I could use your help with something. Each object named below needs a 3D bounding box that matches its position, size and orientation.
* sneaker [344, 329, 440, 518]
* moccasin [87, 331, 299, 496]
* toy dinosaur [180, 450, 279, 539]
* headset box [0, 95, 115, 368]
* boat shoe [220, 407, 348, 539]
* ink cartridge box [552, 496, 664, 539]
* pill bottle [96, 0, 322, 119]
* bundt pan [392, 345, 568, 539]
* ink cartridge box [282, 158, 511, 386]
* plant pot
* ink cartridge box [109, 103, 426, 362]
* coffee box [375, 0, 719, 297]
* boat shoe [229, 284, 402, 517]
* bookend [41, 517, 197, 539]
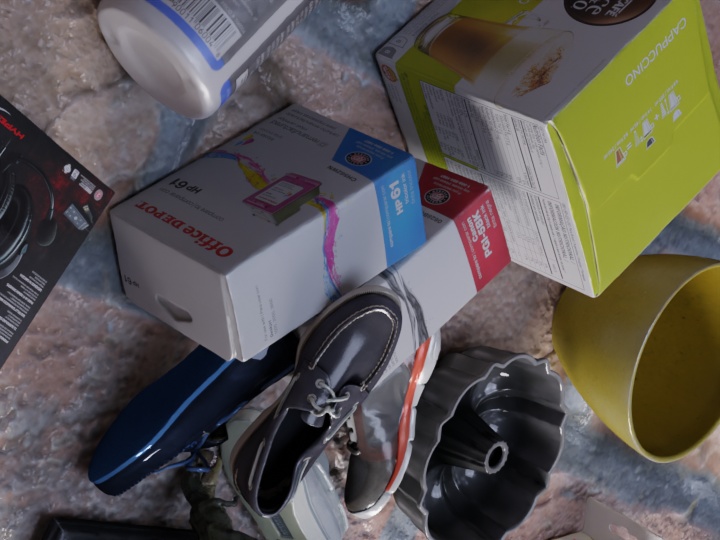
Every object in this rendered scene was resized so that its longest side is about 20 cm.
[{"bbox_3d":[0.005,0.117,1.807,0.081,0.077,0.202,11,101,-22],"label":"sneaker"},{"bbox_3d":[-0.124,0.114,1.588,0.200,0.081,0.068,-39,123,18],"label":"moccasin"},{"bbox_3d":[-0.096,0.226,1.646,0.088,0.201,0.048,24,113,-26],"label":"toy dinosaur"},{"bbox_3d":[-0.283,-0.016,1.405,0.201,0.077,0.149,-58,140,-10],"label":"headset box"},{"bbox_3d":[-0.061,0.177,1.760,0.072,0.069,0.202,-60,142,-37],"label":"boat shoe"},{"bbox_3d":[0.237,0.349,2.119,0.067,0.117,0.202,-10,116,-41],"label":"ink cartridge box"},{"bbox_3d":[-0.086,-0.216,1.490,0.200,0.113,0.114,-48,137,-20],"label":"pill bottle"},{"bbox_3d":[0.099,0.159,1.907,0.201,0.075,0.204,-24,125,-39],"label":"bundt pan"},{"bbox_3d":[0.000,0.000,1.665,0.200,0.146,0.083,-42,133,-26],"label":"ink cartridge box"},{"bbox_3d":[0.269,0.066,1.993,0.199,0.141,0.202,-23,124,-39],"label":"plant pot"},{"bbox_3d":[-0.070,-0.032,1.573,0.199,0.144,0.085,-34,132,-31],"label":"ink cartridge box"},{"bbox_3d":[0.168,-0.138,1.738,0.200,0.197,0.201,-44,136,-23],"label":"coffee box"},{"bbox_3d":[-0.027,0.102,1.548,0.072,0.063,0.201,28,110,-25],"label":"boat shoe"},{"bbox_3d":[-0.137,0.291,1.615,0.199,0.198,0.093,14,108,-49],"label":"bookend"}]
